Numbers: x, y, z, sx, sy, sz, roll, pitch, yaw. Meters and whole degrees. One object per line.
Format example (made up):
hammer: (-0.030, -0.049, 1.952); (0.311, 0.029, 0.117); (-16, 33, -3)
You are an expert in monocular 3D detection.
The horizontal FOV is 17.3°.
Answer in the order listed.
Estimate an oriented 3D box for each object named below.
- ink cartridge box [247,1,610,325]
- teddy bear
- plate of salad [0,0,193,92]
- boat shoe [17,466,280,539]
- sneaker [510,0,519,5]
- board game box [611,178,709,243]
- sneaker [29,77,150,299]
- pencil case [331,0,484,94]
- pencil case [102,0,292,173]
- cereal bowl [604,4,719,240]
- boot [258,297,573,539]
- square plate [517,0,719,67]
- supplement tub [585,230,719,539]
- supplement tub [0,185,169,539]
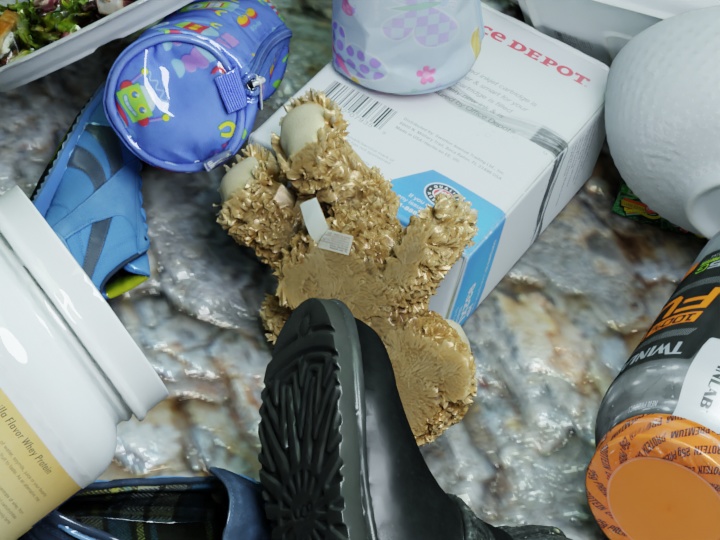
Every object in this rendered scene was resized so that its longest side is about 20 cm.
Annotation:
ink cartridge box: (0.041, -0.067, 1.387); (0.145, 0.084, 0.200); (29, 46, 16)
teddy bear: (0.000, 0.000, 1.274); (0.200, 0.145, 0.067); (40, 20, 20)
plate of salad: (-0.153, -0.155, 1.361); (0.200, 0.200, 0.048); (-34, 102, -38)
boat shoe: (-0.067, 0.136, 1.165); (0.199, 0.069, 0.084); (-4, 47, -20)
sneaker: (0.192, -0.194, 1.572); (0.199, 0.074, 0.082); (-22, 57, -24)
board game box: (0.262, -0.043, 1.474); (0.199, 0.024, 0.105); (19, 42, 2)
sneaker: (-0.147, -0.028, 1.317); (0.078, 0.066, 0.201); (27, 43, -9)
pencil case: (0.025, -0.196, 1.313); (0.090, 0.201, 0.083); (-16, 41, -19)
pencil case: (-0.086, -0.112, 1.343); (0.086, 0.078, 0.200); (-8, 14, 7)
cereal bowl: (0.235, -0.065, 1.347); (0.199, 0.200, 0.084); (12, 66, -4)
boot: (0.038, 0.119, 1.153); (0.157, 0.079, 0.212); (3, 73, -34)
square plate: (0.178, -0.135, 1.414); (0.197, 0.200, 0.029); (17, 77, 18)
supplement tub: (0.204, 0.067, 1.274); (0.122, 0.123, 0.200); (28, 44, 13)
supplement tub: (-0.202, 0.068, 1.092); (0.200, 0.145, 0.145); (-36, 60, -6)
